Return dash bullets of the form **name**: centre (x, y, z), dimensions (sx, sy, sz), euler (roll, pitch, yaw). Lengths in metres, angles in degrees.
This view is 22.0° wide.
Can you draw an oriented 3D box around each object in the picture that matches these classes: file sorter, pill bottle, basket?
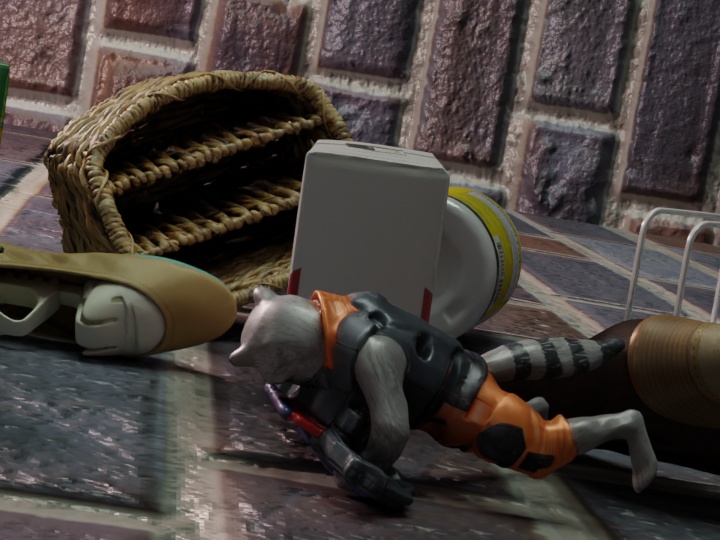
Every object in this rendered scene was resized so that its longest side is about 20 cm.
- **file sorter**: centre (0.323, 0.032, 1.449), dimensions (0.199, 0.125, 0.138), euler (17, 10, 43)
- **pill bottle**: centre (0.063, -0.007, 1.419), dimensions (0.114, 0.115, 0.200), euler (11, 6, 12)
- **basket**: centre (-0.099, -0.062, 1.281), dimensions (0.199, 0.143, 0.149), euler (-19, 19, -28)

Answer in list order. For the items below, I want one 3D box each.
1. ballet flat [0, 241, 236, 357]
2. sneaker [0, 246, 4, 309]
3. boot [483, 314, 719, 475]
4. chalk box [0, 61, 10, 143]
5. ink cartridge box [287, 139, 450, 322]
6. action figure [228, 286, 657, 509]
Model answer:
- **ballet flat**: centre (-0.174, 0.024, 1.088), dimensions (0.199, 0.069, 0.063), euler (8, 34, 6)
- **sneaker**: centre (-0.282, 0.005, 0.893), dimensions (0.199, 0.060, 0.104), euler (9, -17, -42)
- **boot**: centre (0.182, 0.081, 1.011), dimensions (0.166, 0.073, 0.200), euler (-9, -33, 43)
- **chalk box**: centre (-0.295, -0.087, 1.167), dimensions (0.123, 0.201, 0.124), euler (8, 7, -21)
- **ink cartridge box**: centre (0.000, 0.000, 1.109), dimensions (0.082, 0.148, 0.200), euler (8, 5, -1)
- **action figure**: centre (0.025, 0.051, 0.911), dimensions (0.193, 0.105, 0.200), euler (18, 6, -22)
